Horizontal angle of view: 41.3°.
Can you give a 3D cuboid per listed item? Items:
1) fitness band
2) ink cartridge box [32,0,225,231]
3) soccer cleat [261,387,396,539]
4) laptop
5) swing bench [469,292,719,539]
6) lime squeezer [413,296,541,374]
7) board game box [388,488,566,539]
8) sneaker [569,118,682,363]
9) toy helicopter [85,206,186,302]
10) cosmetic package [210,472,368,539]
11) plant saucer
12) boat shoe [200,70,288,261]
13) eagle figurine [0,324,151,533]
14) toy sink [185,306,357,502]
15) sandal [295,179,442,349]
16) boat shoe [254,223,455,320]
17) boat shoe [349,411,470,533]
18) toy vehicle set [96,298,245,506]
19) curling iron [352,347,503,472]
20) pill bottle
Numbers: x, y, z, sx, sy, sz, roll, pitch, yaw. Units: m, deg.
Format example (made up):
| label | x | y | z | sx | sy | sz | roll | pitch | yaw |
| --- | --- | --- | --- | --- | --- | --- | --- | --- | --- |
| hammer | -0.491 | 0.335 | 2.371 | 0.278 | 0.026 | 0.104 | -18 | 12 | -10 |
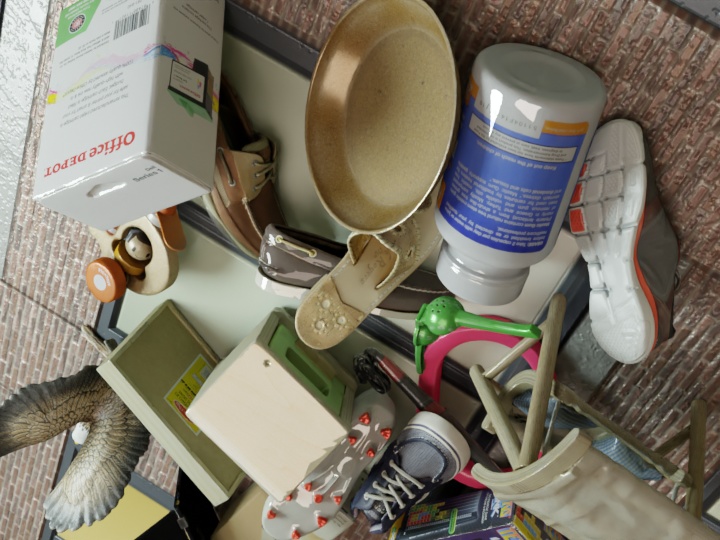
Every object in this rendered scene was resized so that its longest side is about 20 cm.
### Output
| label | x | y | z | sx | sy | sz | roll | pitch | yaw |
| --- | --- | --- | --- | --- | --- | --- | --- | --- | --- |
| fitness band | 0.127 | 0.137 | 0.977 | 0.141 | 0.037 | 0.203 | 14 | 123 | 20 |
| ink cartridge box | -0.202 | -0.153 | 0.846 | 0.143 | 0.203 | 0.084 | -15 | 153 | 31 |
| soccer cleat | -0.031 | 0.209 | 1.026 | 0.069 | 0.078 | 0.200 | 39 | 103 | -9 |
| laptop | -0.233 | 0.362 | 1.155 | 0.114 | 0.201 | 0.190 | -19 | 113 | 1 |
| swing bench | 0.204 | 0.164 | 0.820 | 0.198 | 0.201 | 0.130 | 36 | 119 | -16 |
| lime squeezer | 0.080 | 0.054 | 0.871 | 0.070 | 0.038 | 0.199 | 21 | 156 | -20 |
| board game box | 0.151 | 0.328 | 1.046 | 0.164 | 0.057 | 0.201 | -22 | 119 | 32 |
| sneaker | 0.233 | -0.028 | 0.815 | 0.077 | 0.081 | 0.204 | 8 | 105 | 53 |
| toy helicopter | -0.244 | -0.072 | 0.999 | 0.131 | 0.079 | 0.203 | -14 | 100 | 38 |
| cosmetic package | -0.084 | 0.287 | 1.139 | 0.105 | 0.071 | 0.200 | 40 | 127 | -2 |
| plant saucer | 0.023 | -0.132 | 0.809 | 0.199 | 0.035 | 0.204 | -2 | 88 | 51 |
| boat shoe | -0.118 | -0.102 | 0.920 | 0.073 | 0.076 | 0.202 | -21 | 110 | 29 |
| eagle figurine | -0.311 | 0.176 | 1.095 | 0.149 | 0.200 | 0.153 | 15 | 124 | 15 |
| toy sink | -0.083 | 0.126 | 1.003 | 0.130 | 0.200 | 0.112 | 44 | 97 | -5 |
| sandal | 0.019 | -0.013 | 0.846 | 0.077 | 0.070 | 0.213 | 38 | 93 | -8 |
| boat shoe | 0.000 | 0.000 | 0.915 | 0.196 | 0.072 | 0.061 | 10 | 109 | -3 |
| boat shoe | 0.046 | 0.216 | 0.976 | 0.074 | 0.093 | 0.201 | 38 | 154 | 9 |
| toy vehicle set | -0.189 | 0.145 | 1.068 | 0.026 | 0.125 | 0.201 | -31 | 103 | 35 |
| curling iron | 0.072 | 0.146 | 0.975 | 0.199 | 0.026 | 0.050 | 39 | 150 | -4 |
| pill bottle | 0.124 | -0.074 | 0.801 | 0.110 | 0.112 | 0.202 | 21 | 125 | 11 |
